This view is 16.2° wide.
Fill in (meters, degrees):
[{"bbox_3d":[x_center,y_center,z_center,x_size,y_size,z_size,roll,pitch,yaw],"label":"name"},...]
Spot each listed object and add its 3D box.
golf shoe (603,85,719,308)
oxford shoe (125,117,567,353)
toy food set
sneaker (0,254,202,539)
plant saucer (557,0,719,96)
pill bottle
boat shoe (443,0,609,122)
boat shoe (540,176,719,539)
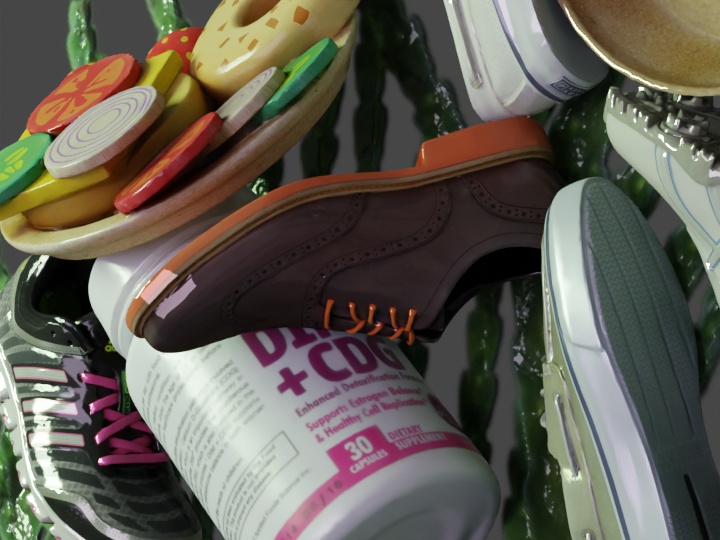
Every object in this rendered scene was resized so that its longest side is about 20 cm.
[{"bbox_3d":[0.157,0.001,0.990,0.200,0.078,0.097,42,122,38],"label":"golf shoe"},{"bbox_3d":[0.000,0.000,1.069,0.071,0.200,0.073,90,157,-69],"label":"oxford shoe"},{"bbox_3d":[-0.086,-0.075,1.160,0.200,0.198,0.049,-19,117,30],"label":"toy food set"},{"bbox_3d":[-0.129,0.063,1.250,0.087,0.074,0.200,-57,48,32],"label":"sneaker"},{"bbox_3d":[0.157,-0.167,1.017,0.200,0.035,0.200,-8,79,42],"label":"plant saucer"},{"bbox_3d":[-0.035,0.058,1.136,0.200,0.113,0.113,51,121,32],"label":"pill bottle"},{"bbox_3d":[0.046,-0.159,1.107,0.070,0.071,0.200,-26,77,36],"label":"boat shoe"},{"bbox_3d":[0.103,0.063,1.036,0.062,0.072,0.200,-21,76,38],"label":"boat shoe"}]
